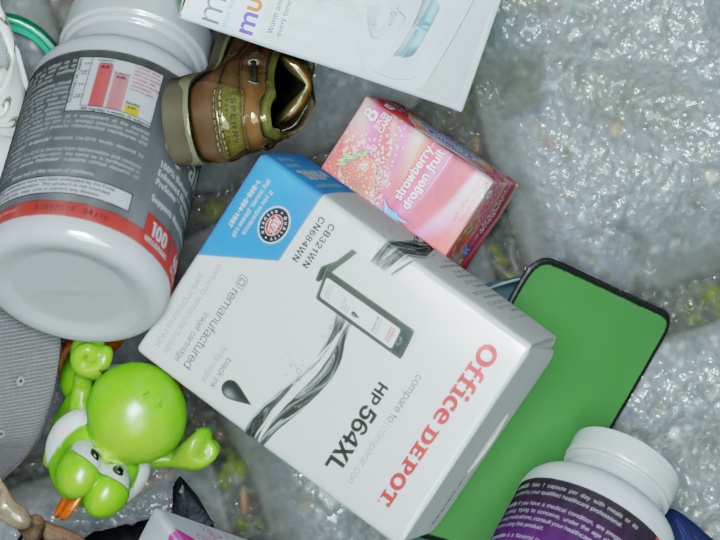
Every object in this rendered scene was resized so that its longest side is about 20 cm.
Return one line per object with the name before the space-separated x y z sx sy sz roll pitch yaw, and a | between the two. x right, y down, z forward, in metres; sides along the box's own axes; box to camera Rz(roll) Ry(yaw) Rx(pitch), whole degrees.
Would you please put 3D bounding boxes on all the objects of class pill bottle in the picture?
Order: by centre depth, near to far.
pill bottle | -0.153 -0.068 1.471 0.115 0.201 0.116 7 146 5
pill bottle | 0.129 0.203 1.568 0.112 0.112 0.201 38 64 -13

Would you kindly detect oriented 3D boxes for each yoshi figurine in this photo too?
yoshi figurine | -0.142 0.083 1.509 0.112 0.200 0.113 1 108 -3

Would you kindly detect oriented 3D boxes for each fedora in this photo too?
fedora | -0.245 0.070 1.522 0.090 0.177 0.201 20 94 -25

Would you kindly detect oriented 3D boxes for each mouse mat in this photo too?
mouse mat | 0.112 0.095 1.593 0.161 0.008 0.201 23 101 -47

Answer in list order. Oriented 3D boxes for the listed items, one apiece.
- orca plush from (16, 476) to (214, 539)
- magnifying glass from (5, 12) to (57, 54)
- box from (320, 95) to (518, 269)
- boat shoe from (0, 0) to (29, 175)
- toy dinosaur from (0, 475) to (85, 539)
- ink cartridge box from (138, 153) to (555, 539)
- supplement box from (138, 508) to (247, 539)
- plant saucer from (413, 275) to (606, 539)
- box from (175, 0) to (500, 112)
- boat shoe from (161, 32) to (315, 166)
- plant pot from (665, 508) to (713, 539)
orca plush | -0.198 0.190 1.600 0.200 0.105 0.071 -36 73 6
magnifying glass | -0.188 -0.080 1.561 0.080 0.022 0.200 -41 105 4
box | 0.000 0.000 1.548 0.102 0.095 0.201 35 98 11
boat shoe | -0.238 -0.112 1.505 0.070 0.069 0.201 -15 104 -3
toy dinosaur | -0.193 0.192 1.467 0.135 0.086 0.200 27 144 -28
ink cartridge box | -0.006 0.045 1.457 0.200 0.084 0.146 35 99 12
supplement box | -0.058 0.243 1.579 0.199 0.101 0.104 25 100 -31
plant saucer | 0.075 0.089 1.581 0.199 0.027 0.201 -22 129 -29
box | -0.018 -0.181 1.464 0.175 0.200 0.097 16 101 -10
boat shoe | -0.058 -0.104 1.474 0.068 0.200 0.072 -5 109 15
plant pot | 0.220 0.312 1.615 0.200 0.180 0.200 42 97 -14
